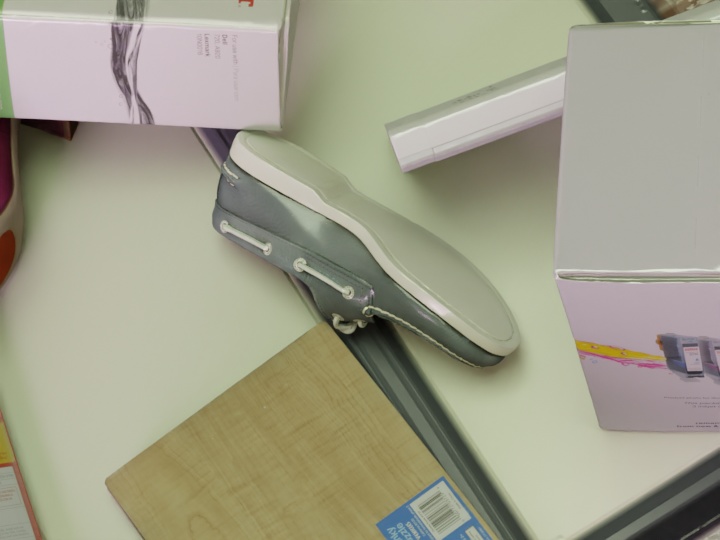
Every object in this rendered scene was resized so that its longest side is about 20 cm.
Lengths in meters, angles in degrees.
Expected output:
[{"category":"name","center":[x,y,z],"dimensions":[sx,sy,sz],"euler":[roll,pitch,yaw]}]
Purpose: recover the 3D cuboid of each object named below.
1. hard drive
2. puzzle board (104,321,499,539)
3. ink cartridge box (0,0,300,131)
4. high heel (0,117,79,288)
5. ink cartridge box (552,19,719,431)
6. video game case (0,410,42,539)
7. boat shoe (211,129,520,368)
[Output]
[{"category":"hard drive","center":[0.111,-0.101,1.586],"dimensions":[0.199,0.132,0.026],"euler":[-20,95,1]},{"category":"puzzle board","center":[-0.022,0.143,1.559],"dimensions":[0.151,0.017,0.200],"euler":[-36,65,-8]},{"category":"ink cartridge box","center":[-0.132,-0.157,1.645],"dimensions":[0.199,0.085,0.146],"euler":[4,46,3]},{"category":"high heel","center":[-0.231,-0.051,1.660],"dimensions":[0.096,0.068,0.200],"euler":[18,55,8]},{"category":"ink cartridge box","center":[0.182,-0.020,1.491],"dimensions":[0.144,0.200,0.146],"euler":[0,65,11]},{"category":"video game case","center":[-0.257,0.101,1.584],"dimensions":[0.143,0.017,0.200],"euler":[-6,60,-27]},{"category":"boat shoe","center":[0.000,0.000,1.605],"dimensions":[0.200,0.073,0.062],"euler":[37,112,19]}]
